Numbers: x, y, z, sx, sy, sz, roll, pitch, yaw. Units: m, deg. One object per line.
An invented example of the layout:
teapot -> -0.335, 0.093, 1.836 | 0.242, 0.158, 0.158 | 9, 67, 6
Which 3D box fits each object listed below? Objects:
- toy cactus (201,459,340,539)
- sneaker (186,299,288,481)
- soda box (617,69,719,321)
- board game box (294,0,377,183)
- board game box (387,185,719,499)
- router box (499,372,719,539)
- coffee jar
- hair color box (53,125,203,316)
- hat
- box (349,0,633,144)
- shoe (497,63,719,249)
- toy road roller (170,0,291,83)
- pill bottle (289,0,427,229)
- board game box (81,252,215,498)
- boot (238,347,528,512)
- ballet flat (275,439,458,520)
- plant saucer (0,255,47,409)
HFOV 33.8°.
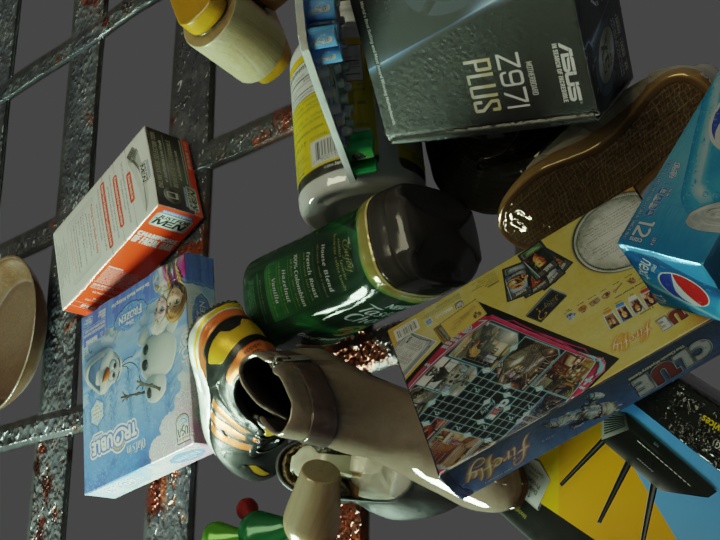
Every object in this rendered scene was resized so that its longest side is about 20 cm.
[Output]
toy cactus -> -0.036, 0.226, 0.936 | 0.199, 0.101, 0.168 | 31, 121, 34
sneaker -> -0.089, 0.123, 0.994 | 0.090, 0.069, 0.202 | 40, 150, 41
soda box -> 0.237, -0.071, 0.708 | 0.064, 0.068, 0.201 | 16, 68, 49
board game box -> -0.021, -0.198, 0.872 | 0.025, 0.200, 0.203 | -9, 67, 6
board game box -> 0.124, 0.045, 0.778 | 0.198, 0.035, 0.136 | -31, 41, 10
router box -> 0.188, 0.141, 0.758 | 0.199, 0.051, 0.151 | 36, 106, 48
coffee jar -> 0.000, 0.000, 0.974 | 0.199, 0.103, 0.087 | -27, 67, 41
hair color box -> -0.260, -0.049, 1.309 | 0.200, 0.063, 0.112 | -42, 49, 33
hat -> 0.095, -0.142, 0.929 | 0.199, 0.080, 0.204 | -17, 66, 45
box -> 0.079, -0.199, 0.795 | 0.161, 0.086, 0.203 | -2, 115, 32
shoe -> 0.178, -0.080, 0.845 | 0.199, 0.070, 0.054 | -38, 12, 38
toy road roller -> -0.112, -0.305, 1.186 | 0.145, 0.122, 0.202 | -35, 53, 22
pill bottle -> -0.005, -0.141, 1.018 | 0.110, 0.110, 0.203 | -25, 60, 41
board game box -> -0.220, 0.112, 1.229 | 0.199, 0.043, 0.202 | -29, 59, 39
boot -> 0.005, 0.111, 0.834 | 0.199, 0.145, 0.071 | 25, 99, 52
ballet flat -> 0.003, 0.160, 0.948 | 0.198, 0.072, 0.074 | -5, 74, 47
plant saucer -> -0.444, 0.084, 1.492 | 0.199, 0.036, 0.204 | -18, 65, 45
